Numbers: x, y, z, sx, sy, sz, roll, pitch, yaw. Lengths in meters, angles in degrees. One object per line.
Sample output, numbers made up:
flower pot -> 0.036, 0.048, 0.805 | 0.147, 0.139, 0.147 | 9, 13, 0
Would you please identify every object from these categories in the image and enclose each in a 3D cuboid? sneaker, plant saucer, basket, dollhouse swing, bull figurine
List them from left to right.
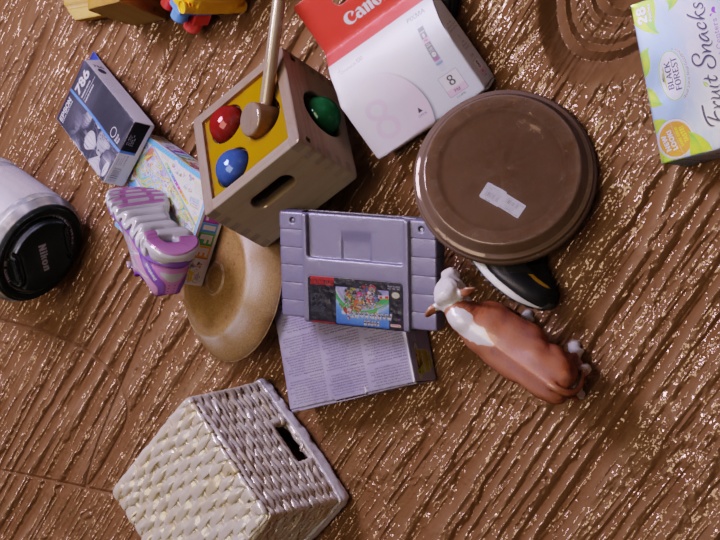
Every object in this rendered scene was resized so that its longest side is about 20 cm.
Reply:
dollhouse swing -> -0.355, -0.432, 1.804 | 0.175, 0.182, 0.201 | -1, 90, 19
sneaker -> -0.263, -0.036, 1.695 | 0.200, 0.080, 0.089 | 48, 138, 48
plant saucer -> -0.168, 0.012, 1.704 | 0.200, 0.035, 0.201 | -13, 73, 49
basket -> -0.163, 0.271, 1.661 | 0.200, 0.161, 0.198 | -49, 65, 26
plant saucer -> 0.153, -0.104, 1.467 | 0.199, 0.029, 0.201 | -3, 74, 11
sneaker -> 0.158, -0.047, 1.490 | 0.200, 0.070, 0.090 | 51, 119, 26
bull figurine -> 0.161, 0.073, 1.456 | 0.200, 0.121, 0.065 | 43, 112, 27

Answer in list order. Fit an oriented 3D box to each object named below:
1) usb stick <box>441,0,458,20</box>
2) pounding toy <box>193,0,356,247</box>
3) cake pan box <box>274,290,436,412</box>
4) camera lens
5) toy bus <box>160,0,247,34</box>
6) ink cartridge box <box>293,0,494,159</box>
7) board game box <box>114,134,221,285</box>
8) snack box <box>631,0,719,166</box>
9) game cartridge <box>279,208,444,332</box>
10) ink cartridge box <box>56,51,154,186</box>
usb stick -> 0.092, -0.350, 1.561 | 0.055, 0.033, 0.201 | 8, 95, 34
pounding toy -> -0.104, -0.174, 1.606 | 0.200, 0.142, 0.185 | -36, 46, 27
cake pan box -> -0.018, 0.062, 1.626 | 0.199, 0.052, 0.185 | -18, 78, 34
camera lens -> -0.497, -0.063, 1.896 | 0.200, 0.160, 0.161 | 32, 107, 31
toy bus -> -0.213, -0.407, 1.731 | 0.200, 0.135, 0.192 | 54, 133, 25
ink cartridge box -> 0.030, -0.250, 1.547 | 0.162, 0.057, 0.200 | -31, 104, 31
board game box -> -0.243, -0.081, 1.759 | 0.200, 0.034, 0.135 | 35, 110, 48
snack box -> 0.380, -0.206, 1.338 | 0.199, 0.068, 0.170 | -15, 82, 36
game cartridge -> 0.000, 0.000, 1.547 | 0.199, 0.038, 0.130 | 5, 99, 27
ink cartridge box -> -0.354, -0.210, 1.847 | 0.200, 0.039, 0.100 | 48, 117, 39
